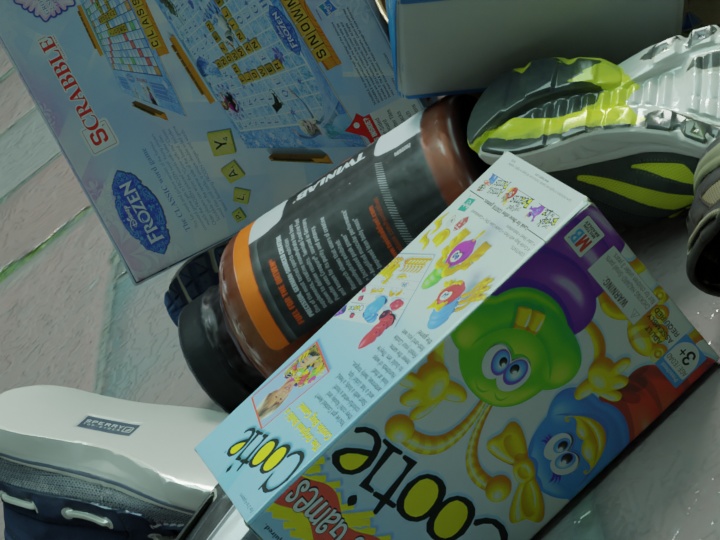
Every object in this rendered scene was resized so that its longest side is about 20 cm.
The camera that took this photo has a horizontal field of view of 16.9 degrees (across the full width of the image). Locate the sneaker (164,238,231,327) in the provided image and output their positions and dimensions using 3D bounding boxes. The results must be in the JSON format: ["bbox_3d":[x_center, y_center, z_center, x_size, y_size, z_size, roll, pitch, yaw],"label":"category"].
[{"bbox_3d":[-0.020,-0.017,1.387,0.199,0.077,0.085,-25,20,18],"label":"sneaker"}]

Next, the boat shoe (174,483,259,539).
[{"bbox_3d":[-0.027,0.094,1.179,0.200,0.070,0.066,-54,37,-8],"label":"boat shoe"}]

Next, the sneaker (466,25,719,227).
[{"bbox_3d":[0.154,-0.065,1.161,0.199,0.085,0.075,0,59,28],"label":"sneaker"}]

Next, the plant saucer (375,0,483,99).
[{"bbox_3d":[0.104,-0.136,1.306,0.199,0.036,0.201,3,39,-3],"label":"plant saucer"}]

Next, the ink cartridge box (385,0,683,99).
[{"bbox_3d":[0.078,-0.197,1.236,0.144,0.085,0.201,-6,55,0],"label":"ink cartridge box"}]

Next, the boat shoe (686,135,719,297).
[{"bbox_3d":[0.202,-0.034,1.017,0.200,0.074,0.074,-41,25,63],"label":"boat shoe"}]

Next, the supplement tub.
[{"bbox_3d":[0.000,0.000,1.257,0.199,0.107,0.107,-32,24,23],"label":"supplement tub"}]

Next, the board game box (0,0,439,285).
[{"bbox_3d":[-0.084,-0.123,1.323,0.199,0.201,0.041,-25,11,17],"label":"board game box"}]

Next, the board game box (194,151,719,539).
[{"bbox_3d":[0.041,0.060,1.081,0.200,0.103,0.105,-43,22,-2],"label":"board game box"}]

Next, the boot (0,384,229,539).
[{"bbox_3d":[-0.111,0.124,1.283,0.199,0.091,0.073,12,31,33],"label":"boot"}]

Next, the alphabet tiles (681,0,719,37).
[{"bbox_3d":[0.205,-0.165,1.237,0.200,0.008,0.167,-44,52,-6],"label":"alphabet tiles"}]
